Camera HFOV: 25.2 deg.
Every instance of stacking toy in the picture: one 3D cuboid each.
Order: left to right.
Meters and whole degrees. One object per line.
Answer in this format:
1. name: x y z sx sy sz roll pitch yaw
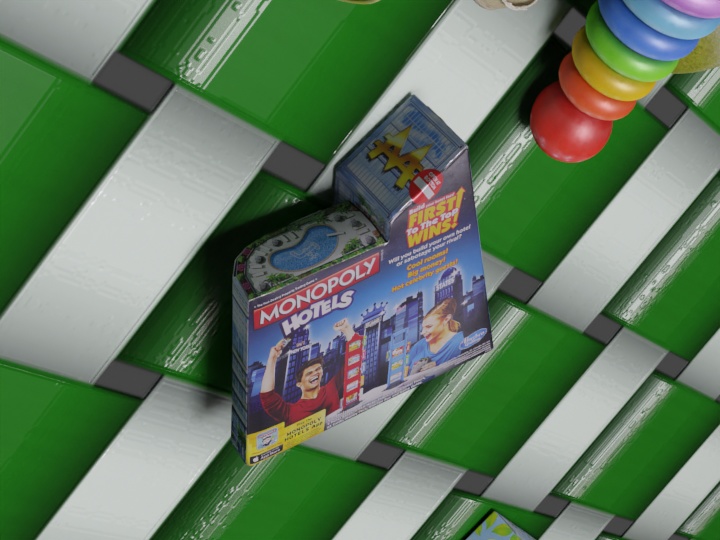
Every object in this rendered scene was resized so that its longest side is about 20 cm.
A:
1. stacking toy: 0.163 -0.142 0.993 0.085 0.086 0.200 -12 152 -36

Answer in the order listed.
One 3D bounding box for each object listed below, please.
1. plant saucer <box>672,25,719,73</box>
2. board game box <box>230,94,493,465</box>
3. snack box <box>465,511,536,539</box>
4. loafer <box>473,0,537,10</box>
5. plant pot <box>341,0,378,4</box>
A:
1. plant saucer: 0.273 -0.234 1.045 0.199 0.048 0.200 -41 145 -5
2. board game box: 0.000 0.000 1.005 0.199 0.062 0.201 -23 139 -27
3. snack box: 0.098 0.324 1.433 0.200 0.068 0.169 -44 145 2
4. loafer: 0.132 -0.224 0.897 0.075 0.068 0.201 18 113 -52
5. plant pot: -0.015 -0.247 0.658 0.201 0.186 0.187 -57 145 -5
